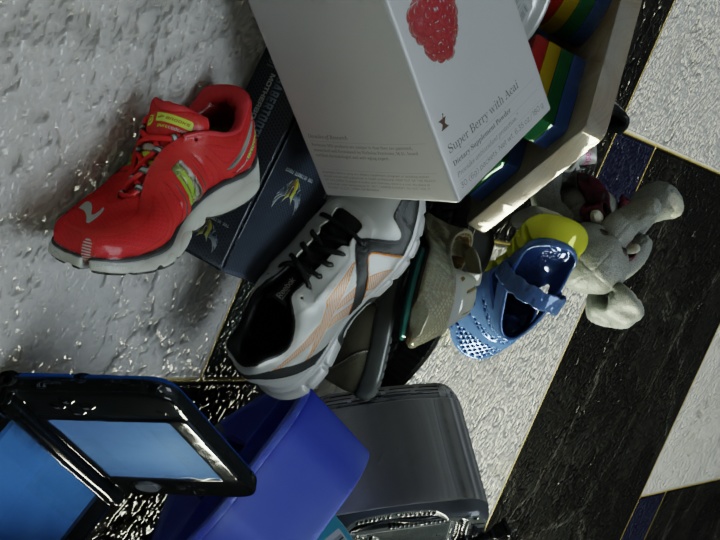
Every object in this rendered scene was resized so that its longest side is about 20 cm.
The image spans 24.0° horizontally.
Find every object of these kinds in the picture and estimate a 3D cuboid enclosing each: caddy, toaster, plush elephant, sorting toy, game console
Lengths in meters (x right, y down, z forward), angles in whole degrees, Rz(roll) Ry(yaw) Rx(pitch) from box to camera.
[{"bbox_3d":[-0.089,0.167,1.282,0.200,0.105,0.141,-52,-169,-24],"label":"caddy"},{"bbox_3d":[0.025,0.174,1.425,0.114,0.199,0.130,95,-14,-60],"label":"toaster"},{"bbox_3d":[0.226,-0.036,1.633,0.200,0.155,0.165,-46,111,-2],"label":"plush elephant"},{"bbox_3d":[0.141,-0.162,1.377,0.200,0.069,0.199,-42,-154,59],"label":"sorting toy"},{"bbox_3d":[-0.180,0.155,1.114,0.200,0.170,0.119,61,33,-61],"label":"game console"}]

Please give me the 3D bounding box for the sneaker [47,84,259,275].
[{"bbox_3d":[-0.129,-0.063,1.056,0.200,0.077,0.085,-47,147,-53],"label":"sneaker"}]

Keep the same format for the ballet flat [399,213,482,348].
[{"bbox_3d":[0.067,0.005,1.349,0.200,0.062,0.068,-81,-177,-64],"label":"ballet flat"}]

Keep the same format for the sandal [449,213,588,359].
[{"bbox_3d":[0.138,0.031,1.574,0.200,0.079,0.087,124,-17,-51],"label":"sandal"}]

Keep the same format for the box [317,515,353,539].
[{"bbox_3d":[-0.073,0.279,1.360,0.200,0.082,0.049,-40,174,35],"label":"box"}]

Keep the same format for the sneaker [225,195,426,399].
[{"bbox_3d":[-0.023,0.000,1.190,0.200,0.074,0.080,-60,153,2],"label":"sneaker"}]

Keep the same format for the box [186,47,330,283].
[{"bbox_3d":[-0.040,-0.064,1.237,0.158,0.051,0.200,-63,155,2],"label":"box"}]

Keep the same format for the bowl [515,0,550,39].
[{"bbox_3d":[0.087,-0.221,1.280,0.201,0.094,0.201,-43,148,-35],"label":"bowl"}]

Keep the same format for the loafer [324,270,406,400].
[{"bbox_3d":[0.000,0.000,1.349,0.075,0.069,0.201,136,-35,-84],"label":"loafer"}]

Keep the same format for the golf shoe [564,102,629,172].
[{"bbox_3d":[0.170,-0.121,1.539,0.200,0.092,0.073,-39,147,-40],"label":"golf shoe"}]

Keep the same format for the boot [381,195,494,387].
[{"bbox_3d":[0.065,0.029,1.511,0.201,0.077,0.138,-62,160,-1],"label":"boot"}]

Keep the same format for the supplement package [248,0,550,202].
[{"bbox_3d":[0.020,-0.161,1.097,0.121,0.119,0.201,-45,125,-35],"label":"supplement package"}]
